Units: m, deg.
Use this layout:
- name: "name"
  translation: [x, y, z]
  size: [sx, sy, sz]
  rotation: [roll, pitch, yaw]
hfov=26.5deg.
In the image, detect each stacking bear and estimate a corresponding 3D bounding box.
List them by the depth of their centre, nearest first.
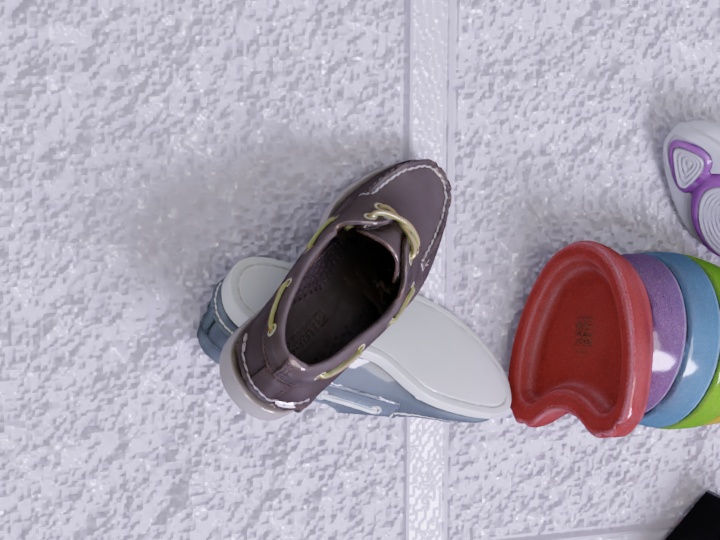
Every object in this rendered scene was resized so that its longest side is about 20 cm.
- name: "stacking bear"
  translation: [0.208, 0.050, 0.932]
  size: [0.199, 0.121, 0.115]
  rotation: [9, 86, -28]

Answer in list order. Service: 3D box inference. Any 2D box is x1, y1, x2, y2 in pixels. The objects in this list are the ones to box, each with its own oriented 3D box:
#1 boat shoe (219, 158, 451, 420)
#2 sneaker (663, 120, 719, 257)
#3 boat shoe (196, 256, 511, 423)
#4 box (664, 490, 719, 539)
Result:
- name: "boat shoe"
  translation: [0.000, 0.000, 0.834]
  size: [0.072, 0.059, 0.200]
  rotation: [47, 52, -6]
- name: "sneaker"
  translation: [0.276, -0.041, 0.968]
  size: [0.199, 0.075, 0.100]
  rotation: [34, 57, -13]
- name: "boat shoe"
  translation: [-0.003, 0.050, 0.895]
  size: [0.199, 0.073, 0.062]
  rotation: [20, 135, -27]
- name: "box"
  translation: [0.219, 0.268, 0.983]
  size: [0.141, 0.079, 0.200]
  rotation: [45, 83, -17]
